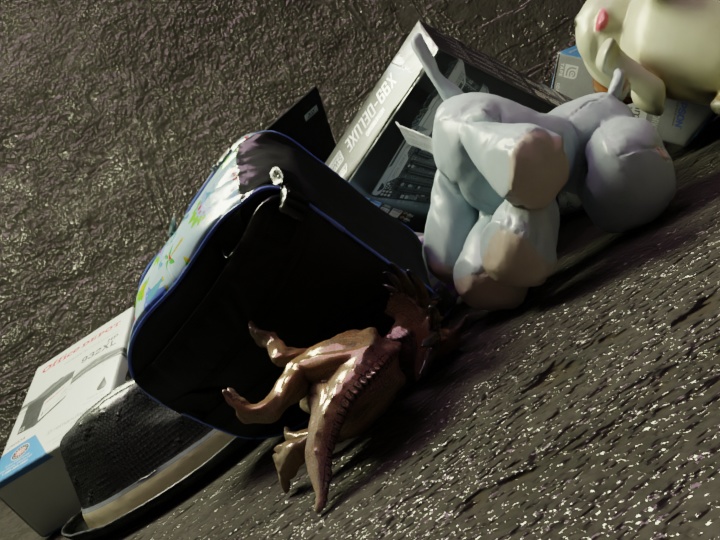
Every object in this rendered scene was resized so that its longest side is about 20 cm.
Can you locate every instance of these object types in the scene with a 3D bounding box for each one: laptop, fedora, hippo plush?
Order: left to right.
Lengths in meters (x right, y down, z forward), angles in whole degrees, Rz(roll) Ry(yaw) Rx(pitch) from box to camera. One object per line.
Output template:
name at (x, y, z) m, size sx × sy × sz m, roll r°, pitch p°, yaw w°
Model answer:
fedora at (-0.179, 0.138, 0.834) m, size 0.200 × 0.092 × 0.201 m, roll -32°, pitch 5°, yaw 3°
laptop at (-0.098, -0.050, 0.981) m, size 0.200 × 0.103 × 0.177 m, roll -42°, pitch 5°, yaw 48°
hippo plush at (0.135, -0.064, 0.731) m, size 0.159 × 0.160 × 0.200 m, roll -6°, pitch 36°, yaw -22°

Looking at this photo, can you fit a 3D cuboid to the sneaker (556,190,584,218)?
sneaker at (0.232, -0.111, 0.968) m, size 0.201 × 0.067 × 0.108 m, roll -38°, pitch 8°, yaw -31°

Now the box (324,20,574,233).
box at (0.088, -0.102, 0.851) m, size 0.158 × 0.199 × 0.050 m, roll -53°, pitch 39°, yaw 25°

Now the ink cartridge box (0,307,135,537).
ink cartridge box at (-0.277, 0.150, 1.020) m, size 0.144 × 0.084 × 0.200 m, roll -31°, pitch 27°, yaw 14°

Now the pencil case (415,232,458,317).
pencil case at (0.000, 0.000, 0.867) m, size 0.199 × 0.084 × 0.086 m, roll 11°, pitch 65°, yaw 54°

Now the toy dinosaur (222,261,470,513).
toy dinosaur at (0.001, 0.059, 0.593) m, size 0.135 × 0.086 × 0.200 m, roll -23°, pitch 11°, yaw 9°

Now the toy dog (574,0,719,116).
toy dog at (0.264, -0.191, 0.792) m, size 0.193 × 0.141 × 0.199 m, roll -11°, pitch 20°, yaw -42°

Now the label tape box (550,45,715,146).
label tape box at (0.297, -0.168, 0.940) m, size 0.199 × 0.064 × 0.144 m, roll 18°, pitch 26°, yaw 24°

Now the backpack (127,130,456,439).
backpack at (-0.067, 0.015, 0.734) m, size 0.200 × 0.182 × 0.147 m, roll -46°, pitch 28°, yaw 20°
